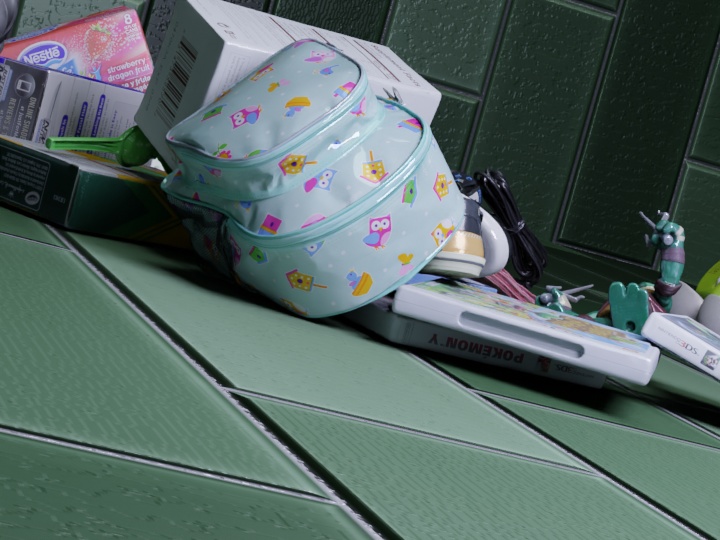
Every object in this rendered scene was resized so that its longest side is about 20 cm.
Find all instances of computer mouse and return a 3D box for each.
[{"bbox_3d":[0.089,-0.042,1.927,0.199,0.046,0.141,-3,-52,45],"label":"computer mouse"}]

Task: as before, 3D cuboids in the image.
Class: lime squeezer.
[{"bbox_3d":[-0.163,-0.086,1.666,0.198,0.038,0.071,15,36,-23],"label":"lime squeezer"}]

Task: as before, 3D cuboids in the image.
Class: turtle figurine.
[{"bbox_3d":[0.214,0.025,1.694,0.101,0.149,0.200,53,23,4],"label":"turtle figurine"}]

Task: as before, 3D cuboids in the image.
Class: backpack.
[{"bbox_3d":[-0.032,-0.063,1.484,0.200,0.175,0.154,33,-28,45],"label":"backpack"}]

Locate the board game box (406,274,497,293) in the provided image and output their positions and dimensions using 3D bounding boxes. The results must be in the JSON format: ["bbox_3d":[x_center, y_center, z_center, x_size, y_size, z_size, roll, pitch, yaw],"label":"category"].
[{"bbox_3d":[0.000,0.000,1.753,0.199,0.035,0.135,12,7,-41],"label":"board game box"}]

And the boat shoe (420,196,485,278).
[{"bbox_3d":[0.046,-0.028,1.595,0.074,0.063,0.200,7,-2,-17],"label":"boat shoe"}]

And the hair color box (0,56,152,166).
[{"bbox_3d":[-0.256,-0.118,1.829,0.064,0.110,0.200,18,4,23],"label":"hair color box"}]

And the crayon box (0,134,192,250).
[{"bbox_3d":[-0.202,-0.061,1.688,0.125,0.052,0.199,20,7,39],"label":"crayon box"}]

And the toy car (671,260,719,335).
[{"bbox_3d":[0.435,0.041,2.204,0.150,0.175,0.200,50,-6,-16],"label":"toy car"}]

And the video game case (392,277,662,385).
[{"bbox_3d":[0.125,0.041,1.487,0.181,0.022,0.200,16,4,9],"label":"video game case"}]

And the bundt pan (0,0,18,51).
[{"bbox_3d":[-0.355,-0.178,1.758,0.075,0.203,0.202,29,3,-8],"label":"bundt pan"}]

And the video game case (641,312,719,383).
[{"bbox_3d":[0.307,0.086,1.573,0.181,0.023,0.200,31,7,15],"label":"video game case"}]

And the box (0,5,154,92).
[{"bbox_3d":[-0.297,-0.178,1.960,0.198,0.096,0.100,-18,12,-10],"label":"box"}]

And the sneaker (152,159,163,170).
[{"bbox_3d":[-0.192,-0.089,2.005,0.199,0.076,0.088,14,16,-32],"label":"sneaker"}]

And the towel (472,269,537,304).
[{"bbox_3d":[0.079,-0.001,1.905,0.199,0.023,0.144,20,-12,41],"label":"towel"}]

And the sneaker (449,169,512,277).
[{"bbox_3d":[0.082,-0.051,1.782,0.111,0.074,0.199,-15,24,-39],"label":"sneaker"}]

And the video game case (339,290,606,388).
[{"bbox_3d":[0.061,0.042,1.557,0.181,0.023,0.200,14,4,-26],"label":"video game case"}]

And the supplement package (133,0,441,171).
[{"bbox_3d":[-0.058,-0.129,1.649,0.199,0.118,0.117,12,20,-30],"label":"supplement package"}]
